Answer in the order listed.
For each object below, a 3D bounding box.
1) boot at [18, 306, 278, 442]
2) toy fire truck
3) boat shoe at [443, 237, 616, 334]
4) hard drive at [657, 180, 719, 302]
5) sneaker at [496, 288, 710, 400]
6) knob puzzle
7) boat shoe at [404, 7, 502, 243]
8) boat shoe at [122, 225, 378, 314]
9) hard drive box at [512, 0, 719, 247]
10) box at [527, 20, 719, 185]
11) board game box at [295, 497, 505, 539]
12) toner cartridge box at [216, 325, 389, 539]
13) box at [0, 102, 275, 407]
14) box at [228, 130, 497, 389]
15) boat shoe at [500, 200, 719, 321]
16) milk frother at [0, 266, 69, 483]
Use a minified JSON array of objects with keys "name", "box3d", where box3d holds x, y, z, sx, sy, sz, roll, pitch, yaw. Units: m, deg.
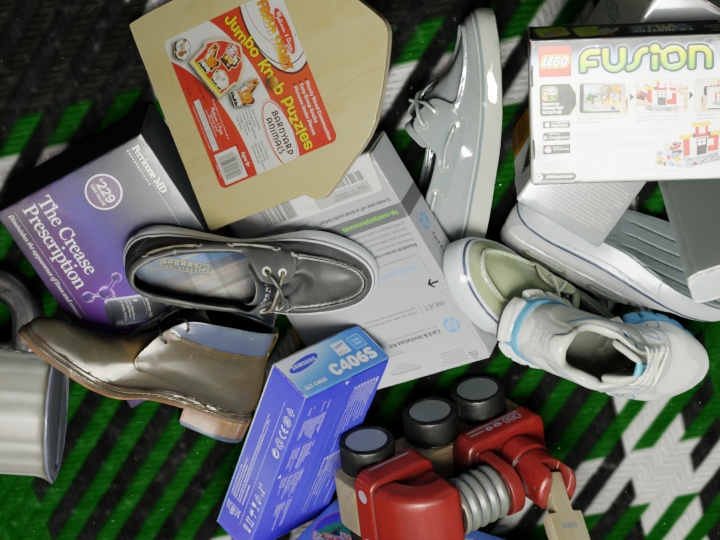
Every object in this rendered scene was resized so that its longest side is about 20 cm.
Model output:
[{"name":"boot","box3d":[-0.162,0.054,1.591,0.200,0.075,0.097,24,104,-19]},{"name":"toy fire truck","box3d":[0.101,0.198,1.630,0.176,0.200,0.129,-22,120,-28]},{"name":"boat shoe","box3d":[0.147,0.026,1.618,0.062,0.072,0.200,-17,143,40]},{"name":"hard drive","box3d":[0.301,-0.045,1.536,0.132,0.200,0.026,-18,112,10]},{"name":"sneaker","box3d":[0.204,0.071,1.578,0.200,0.087,0.075,10,101,-34]},{"name":"knob puzzle","box3d":[-0.060,-0.149,1.559,0.219,0.030,0.220,4,100,21]},{"name":"boat shoe","box3d":[0.071,-0.109,1.585,0.071,0.070,0.201,1,118,-5]},{"name":"boat shoe","box3d":[-0.085,0.005,1.564,0.200,0.066,0.070,9,113,-5]},{"name":"hard drive box","box3d":[0.200,-0.140,1.522,0.077,0.156,0.200,30,111,-10]},{"name":"box","box3d":[0.219,-0.119,1.427,0.200,0.035,0.110,-1,113,4]},{"name":"board game box","box3d":[0.048,0.255,1.679,0.200,0.134,0.045,16,115,20]},{"name":"toner cartridge box","box3d":[-0.049,0.140,1.657,0.043,0.095,0.200,44,136,24]},{"name":"box","box3d":[-0.177,-0.011,1.635,0.141,0.079,0.200,-29,110,11]},{"name":"box","box3d":[0.000,0.000,1.626,0.156,0.041,0.200,-19,113,33]},{"name":"boat shoe","box3d":[0.207,-0.010,1.637,0.200,0.074,0.067,30,137,-10]},{"name":"milk frother","box3d":[-0.341,0.097,1.622,0.188,0.200,0.181,3,110,0]}]
